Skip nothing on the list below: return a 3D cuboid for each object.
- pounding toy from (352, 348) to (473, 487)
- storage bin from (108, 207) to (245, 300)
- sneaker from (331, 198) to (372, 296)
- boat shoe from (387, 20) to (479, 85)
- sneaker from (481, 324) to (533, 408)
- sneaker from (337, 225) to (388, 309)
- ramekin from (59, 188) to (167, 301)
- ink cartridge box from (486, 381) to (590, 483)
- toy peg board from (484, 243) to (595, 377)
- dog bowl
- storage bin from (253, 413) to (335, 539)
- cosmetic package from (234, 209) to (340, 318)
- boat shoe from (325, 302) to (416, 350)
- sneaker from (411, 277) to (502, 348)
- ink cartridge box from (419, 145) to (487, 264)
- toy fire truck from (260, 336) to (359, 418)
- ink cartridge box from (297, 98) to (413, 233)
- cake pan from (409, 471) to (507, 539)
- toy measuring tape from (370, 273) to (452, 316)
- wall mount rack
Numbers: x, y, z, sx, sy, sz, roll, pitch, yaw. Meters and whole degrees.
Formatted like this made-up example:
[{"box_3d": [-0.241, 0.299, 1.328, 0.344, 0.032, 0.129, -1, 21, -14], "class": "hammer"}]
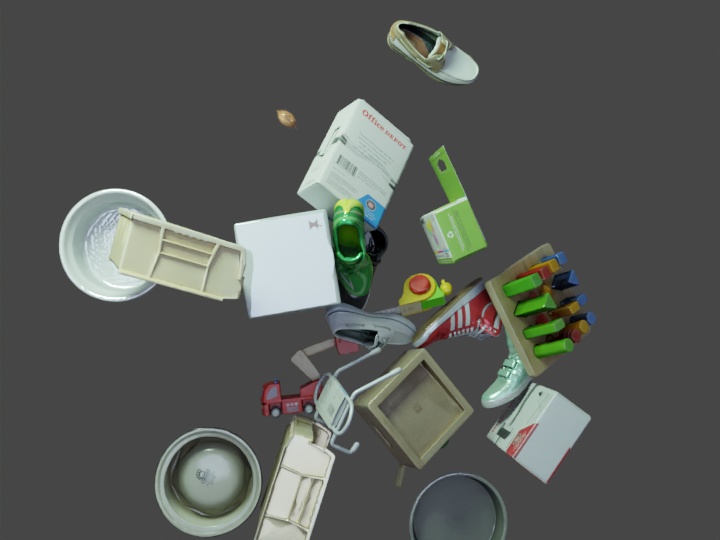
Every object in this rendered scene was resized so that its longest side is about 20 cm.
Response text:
[{"box_3d": [0.096, 0.289, 1.417, 0.184, 0.142, 0.201, -41, 96, -19], "class": "pounding toy"}, {"box_3d": [-0.305, -0.026, 1.224, 0.196, 0.200, 0.095, 17, 89, -25], "class": "storage bin"}, {"box_3d": [-0.022, -0.029, 1.312, 0.073, 0.084, 0.202, -1, 128, 10], "class": "sneaker"}, {"box_3d": [0.146, -0.425, 1.444, 0.198, 0.068, 0.076, 23, 88, -6], "class": "boat shoe"}, {"box_3d": [0.291, 0.173, 1.453, 0.200, 0.074, 0.119, -39, 100, -15], "class": "sneaker"}, {"box_3d": [0.000, 0.000, 1.411, 0.070, 0.099, 0.203, 15, 89, -8], "class": "sneaker"}, {"box_3d": [-0.443, -0.045, 1.364, 0.197, 0.098, 0.204, 0, 90, -7], "class": "ramekin"}, {"box_3d": [0.331, 0.298, 1.396, 0.083, 0.200, 0.145, 36, 86, -1], "class": "ink cartridge box"}, {"box_3d": [0.371, 0.064, 1.408, 0.198, 0.097, 0.202, -28, 93, -35], "class": "toy peg board"}, {"box_3d": [-0.283, 0.390, 1.392, 0.197, 0.074, 0.203, 0, 90, -6], "class": "dog bowl"}, {"box_3d": [-0.117, 0.384, 1.347, 0.093, 0.200, 0.201, 19, 88, -3], "class": "storage bin"}, {"box_3d": [-0.132, -0.010, 1.346, 0.164, 0.200, 0.170, -9, 90, -6], "class": "cosmetic package"}, {"box_3d": [0.022, 0.121, 1.400, 0.198, 0.074, 0.067, 14, 44, -25], "class": "boat shoe"}, {"box_3d": [0.197, 0.114, 1.433, 0.199, 0.071, 0.113, -38, 94, -20], "class": "sneaker"}, {"box_3d": [0.155, -0.119, 1.405, 0.075, 0.148, 0.202, -25, 91, -4], "class": "ink cartridge box"}, {"box_3d": [-0.098, 0.203, 1.424, 0.197, 0.049, 0.143, -5, 90, -5], "class": "toy fire truck"}, {"box_3d": [-0.006, -0.190, 1.371, 0.145, 0.084, 0.202, 36, 62, -23], "class": "ink cartridge box"}, {"box_3d": [0.191, 0.497, 1.460, 0.197, 0.037, 0.204, 0, 90, -6], "class": "cake pan"}, {"box_3d": [0.082, 0.051, 1.440, 0.197, 0.074, 0.075, -14, 91, 4], "class": "toy measuring tape"}, {"box_3d": [-0.012, 0.221, 1.317, 0.074, 0.200, 0.175, 26, 93, -22], "class": "wall mount rack"}]
